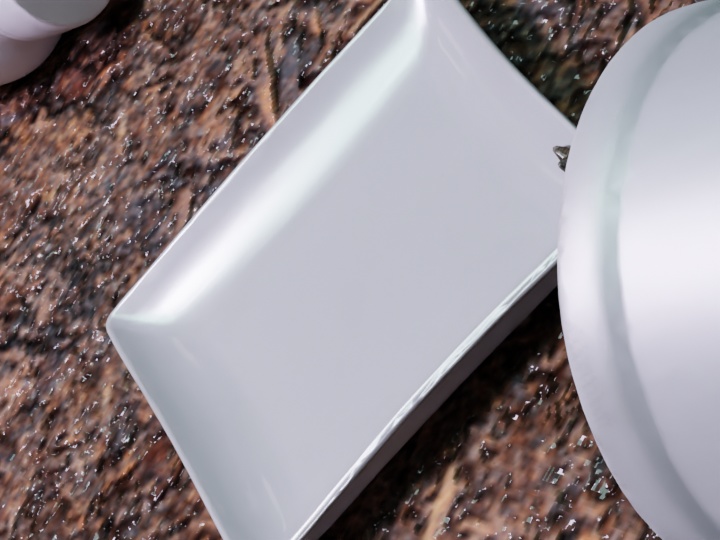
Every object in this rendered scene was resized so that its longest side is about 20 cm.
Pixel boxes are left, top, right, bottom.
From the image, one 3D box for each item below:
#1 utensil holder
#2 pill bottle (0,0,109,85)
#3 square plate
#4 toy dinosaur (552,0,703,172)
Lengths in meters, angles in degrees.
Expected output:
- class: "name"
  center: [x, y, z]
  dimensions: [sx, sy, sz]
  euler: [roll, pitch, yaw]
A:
- class: "utensil holder"
  center: [0.182, -0.004, 0.800]
  dimensions: [0.200, 0.170, 0.170]
  euler: [-8, 54, 43]
- class: "pill bottle"
  center: [-0.209, -0.134, 1.421]
  dimensions: [0.200, 0.111, 0.112]
  euler: [-13, 50, 44]
- class: "square plate"
  center: [0.000, 0.000, 1.129]
  dimensions: [0.198, 0.028, 0.200]
  euler: [-48, 34, 8]
- class: "toy dinosaur"
  center: [0.129, -0.038, 0.969]
  dimensions: [0.102, 0.077, 0.200]
  euler: [-47, 31, 21]
